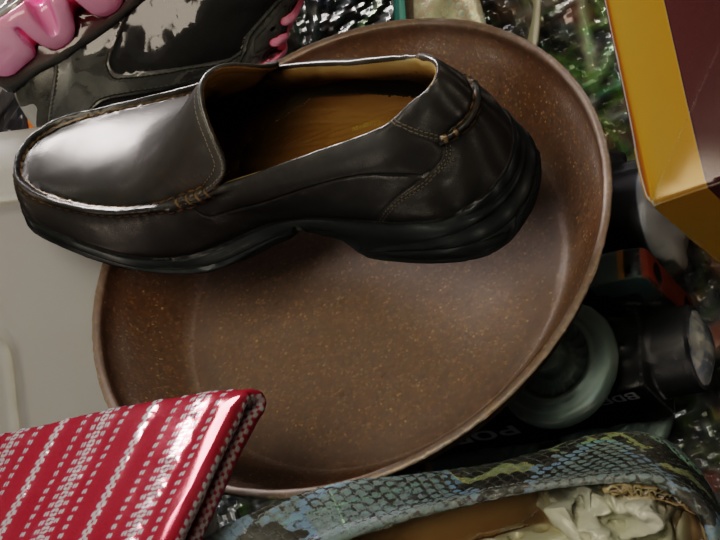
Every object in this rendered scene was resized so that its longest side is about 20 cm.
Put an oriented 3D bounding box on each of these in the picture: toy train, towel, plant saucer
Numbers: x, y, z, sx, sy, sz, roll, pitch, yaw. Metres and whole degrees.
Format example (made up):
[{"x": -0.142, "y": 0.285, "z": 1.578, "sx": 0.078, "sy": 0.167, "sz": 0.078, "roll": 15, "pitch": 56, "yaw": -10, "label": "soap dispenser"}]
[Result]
[{"x": 0.033, "y": 0.022, "z": 0.907, "sx": 0.199, "sy": 0.085, "sz": 0.115, "roll": -13, "pitch": 64, "yaw": 25, "label": "toy train"}, {"x": -0.130, "y": 0.108, "z": 0.806, "sx": 0.199, "sy": 0.023, "sz": 0.145, "roll": -14, "pitch": 38, "yaw": 37, "label": "towel"}, {"x": 0.000, "y": 0.000, "z": 0.867, "sx": 0.199, "sy": 0.037, "sz": 0.201, "roll": -15, "pitch": 51, "yaw": 19, "label": "plant saucer"}]

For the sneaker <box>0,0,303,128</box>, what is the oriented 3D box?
[{"x": -0.050, "y": -0.105, "z": 0.948, "sx": 0.199, "sy": 0.079, "sz": 0.096, "roll": -30, "pitch": 101, "yaw": 9, "label": "sneaker"}]

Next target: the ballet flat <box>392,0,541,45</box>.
[{"x": 0.038, "y": -0.122, "z": 0.976, "sx": 0.062, "sy": 0.067, "sz": 0.201, "roll": -4, "pitch": 73, "yaw": -2, "label": "ballet flat"}]

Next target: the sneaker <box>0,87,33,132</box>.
[{"x": -0.070, "y": -0.092, "z": 1.016, "sx": 0.112, "sy": 0.077, "sz": 0.200, "roll": 48, "pitch": 109, "yaw": 28, "label": "sneaker"}]

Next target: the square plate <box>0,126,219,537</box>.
[{"x": -0.156, "y": 0.050, "z": 0.923, "sx": 0.199, "sy": 0.028, "sz": 0.199, "roll": -7, "pitch": 99, "yaw": -10, "label": "square plate"}]

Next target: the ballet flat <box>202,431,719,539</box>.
[{"x": 0.025, "y": 0.100, "z": 0.779, "sx": 0.199, "sy": 0.074, "sz": 0.075, "roll": -18, "pitch": 61, "yaw": -11, "label": "ballet flat"}]

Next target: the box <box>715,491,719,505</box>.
[{"x": 0.078, "y": 0.146, "z": 0.812, "sx": 0.199, "sy": 0.041, "sz": 0.156, "roll": -22, "pitch": 24, "yaw": 20, "label": "box"}]

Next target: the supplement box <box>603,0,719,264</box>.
[{"x": 0.192, "y": -0.119, "z": 0.836, "sx": 0.199, "sy": 0.133, "sz": 0.198, "roll": -19, "pitch": 65, "yaw": 22, "label": "supplement box"}]

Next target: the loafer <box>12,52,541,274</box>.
[{"x": -0.039, "y": -0.046, "z": 0.846, "sx": 0.199, "sy": 0.072, "sz": 0.073, "roll": -4, "pitch": 54, "yaw": 24, "label": "loafer"}]
